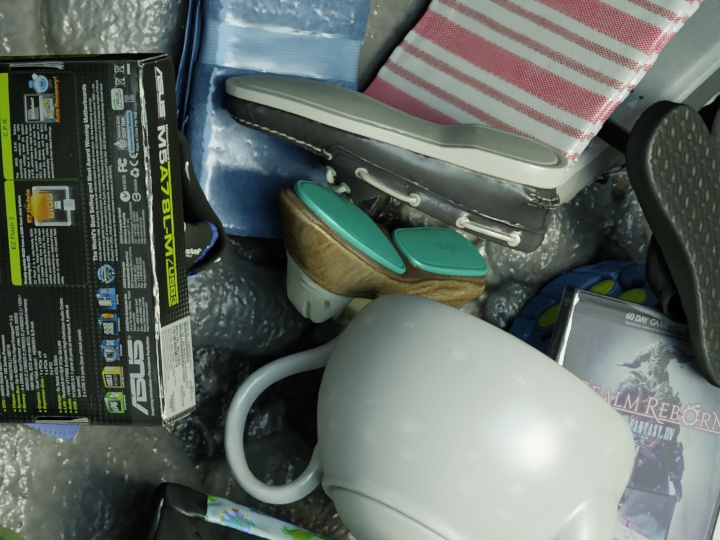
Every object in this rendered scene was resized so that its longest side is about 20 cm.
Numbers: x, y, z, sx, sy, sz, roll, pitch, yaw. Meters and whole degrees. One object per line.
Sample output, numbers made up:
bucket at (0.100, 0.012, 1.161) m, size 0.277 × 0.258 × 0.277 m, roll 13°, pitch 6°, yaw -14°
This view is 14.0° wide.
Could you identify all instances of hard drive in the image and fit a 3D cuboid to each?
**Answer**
hard drive at (0.189, -0.168, 1.776) m, size 0.200 × 0.140 × 0.033 m, roll -42°, pitch 143°, yaw -15°

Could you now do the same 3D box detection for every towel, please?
towel at (0.105, -0.134, 1.740) m, size 0.200 × 0.146 × 0.030 m, roll -52°, pitch 146°, yaw -11°
towel at (-0.053, -0.119, 1.710) m, size 0.111 × 0.049 × 0.200 m, roll 7°, pitch 93°, yaw -27°

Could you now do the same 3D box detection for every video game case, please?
video game case at (0.161, 0.121, 1.789) m, size 0.143 × 0.019 × 0.200 m, roll 14°, pitch 92°, yaw -27°

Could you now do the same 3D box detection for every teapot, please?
teapot at (0.045, 0.114, 1.662) m, size 0.197 × 0.200 × 0.146 m, roll 36°, pitch 78°, yaw -19°

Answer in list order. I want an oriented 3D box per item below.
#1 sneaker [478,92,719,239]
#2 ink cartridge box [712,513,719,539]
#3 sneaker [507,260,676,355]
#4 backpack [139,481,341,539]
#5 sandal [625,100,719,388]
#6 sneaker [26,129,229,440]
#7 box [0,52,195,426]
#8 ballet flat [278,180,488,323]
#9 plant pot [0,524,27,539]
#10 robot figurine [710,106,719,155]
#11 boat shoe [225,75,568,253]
sneaker at (0.151, -0.077, 1.801) m, size 0.200 × 0.075 × 0.082 m, roll -38°, pitch 129°, yaw -8°
ink cartridge box at (0.228, 0.100, 1.865) m, size 0.116 × 0.067 × 0.200 m, roll 45°, pitch 78°, yaw -24°
sneaker at (0.124, 0.072, 1.818) m, size 0.200 × 0.071 × 0.083 m, roll -48°, pitch 132°, yaw -14°
backpack at (-0.040, 0.220, 1.714) m, size 0.200 × 0.154 × 0.163 m, roll 13°, pitch 90°, yaw 0°
sandal at (0.196, -0.018, 1.746) m, size 0.075 × 0.048 × 0.201 m, roll -43°, pitch 127°, yaw -31°
sneaker at (-0.141, -0.001, 1.633) m, size 0.080 × 0.115 × 0.200 m, roll 16°, pitch 90°, yaw -46°
box at (-0.190, -0.016, 1.589) m, size 0.048 × 0.193 × 0.200 m, roll -23°, pitch 111°, yaw -65°
ballet flat at (0.000, 0.000, 1.712) m, size 0.072 × 0.068 × 0.200 m, roll -47°, pitch 153°, yaw 17°
plant pot at (-0.251, 0.261, 1.595) m, size 0.200 × 0.200 × 0.185 m, roll -20°, pitch 116°, yaw -23°
robot figurine at (0.314, -0.100, 1.849) m, size 0.200 × 0.125 × 0.150 m, roll -36°, pitch 72°, yaw -18°
boat shoe at (0.015, -0.062, 1.658) m, size 0.200 × 0.074 × 0.060 m, roll 15°, pitch 108°, yaw 0°
